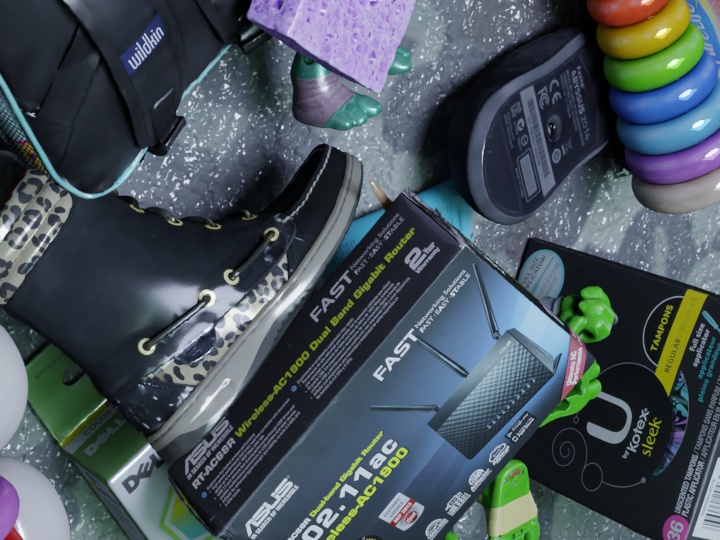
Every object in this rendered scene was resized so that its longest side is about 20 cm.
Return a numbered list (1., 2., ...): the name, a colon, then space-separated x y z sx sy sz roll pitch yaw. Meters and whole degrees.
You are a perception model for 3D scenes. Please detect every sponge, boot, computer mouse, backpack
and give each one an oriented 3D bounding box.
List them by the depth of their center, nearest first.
1. backpack: -0.145 -0.162 0.736 0.176 0.153 0.200 -48 145 -16
2. sponge: 0.016 -0.193 0.788 0.201 0.030 0.111 -67 155 1
3. boot: -0.098 -0.023 0.853 0.154 0.073 0.204 37 60 -10
4. computer mouse: 0.113 -0.094 1.041 0.200 0.053 0.139 -34 121 -41

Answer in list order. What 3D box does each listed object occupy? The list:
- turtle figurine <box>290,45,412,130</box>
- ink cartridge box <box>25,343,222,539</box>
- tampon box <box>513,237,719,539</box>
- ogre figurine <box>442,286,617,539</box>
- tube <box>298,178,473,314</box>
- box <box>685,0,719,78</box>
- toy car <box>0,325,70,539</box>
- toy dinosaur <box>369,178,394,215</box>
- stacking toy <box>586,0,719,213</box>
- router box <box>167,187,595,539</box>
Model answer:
1. turtle figurine: -0.014 -0.185 0.871 0.150 0.100 0.201 -39 135 -39
2. ink cartridge box: -0.095 0.104 0.926 0.104 0.059 0.200 -43 126 -20
3. tampon box: 0.191 0.082 1.057 0.126 0.200 0.151 16 93 -40
4. ogre figurine: 0.068 0.090 1.014 0.098 0.120 0.201 9 100 -44
5. tube: 0.000 0.000 0.982 0.199 0.050 0.078 -18 115 -38
6. box: 0.239 -0.181 1.064 0.103 0.094 0.200 -57 133 -34
7. toy car: -0.217 0.123 0.776 0.175 0.150 0.201 -25 119 -30
8. toy dinosaur: 0.021 0.034 0.936 0.106 0.060 0.200 -13 142 -42
9. stacking toy: 0.177 -0.137 1.018 0.085 0.085 0.201 -39 118 -23
10. router box: 0.015 0.076 0.888 0.200 0.062 0.150 -50 136 3
